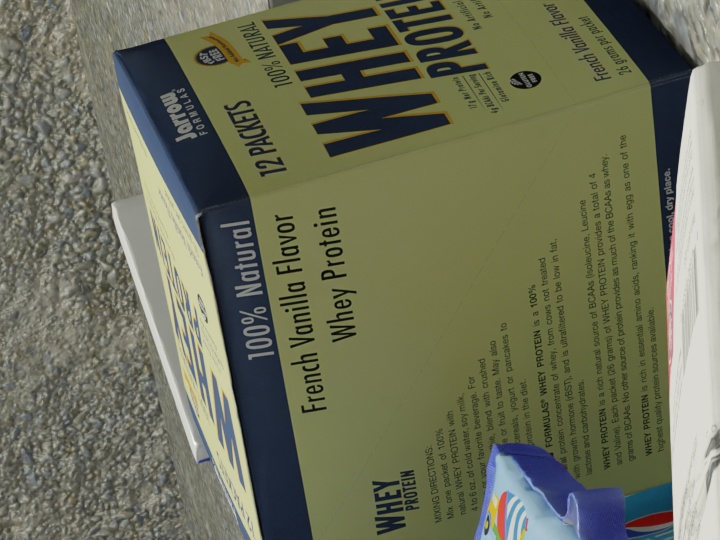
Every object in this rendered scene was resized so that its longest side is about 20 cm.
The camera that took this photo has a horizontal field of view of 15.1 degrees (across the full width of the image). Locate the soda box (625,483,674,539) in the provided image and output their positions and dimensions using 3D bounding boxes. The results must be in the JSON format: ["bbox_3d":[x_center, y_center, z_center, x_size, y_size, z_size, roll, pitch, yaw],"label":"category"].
[{"bbox_3d":[0.137,0.138,1.102,0.200,0.068,0.064,-159,51,-78],"label":"soda box"}]

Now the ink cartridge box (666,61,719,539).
[{"bbox_3d":[0.133,0.062,0.767,0.145,0.084,0.200,84,-174,-62],"label":"ink cartridge box"}]

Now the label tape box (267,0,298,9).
[{"bbox_3d":[-0.009,-0.089,1.459,0.200,0.063,0.145,-99,-2,-62],"label":"label tape box"}]

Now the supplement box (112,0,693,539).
[{"bbox_3d":[0.026,-0.003,1.109,0.134,0.199,0.200,-120,17,-53],"label":"supplement box"}]

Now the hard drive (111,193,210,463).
[{"bbox_3d":[0.000,0.000,1.254,0.025,0.200,0.132,92,159,-62],"label":"hard drive"}]

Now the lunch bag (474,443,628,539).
[{"bbox_3d":[0.092,0.168,1.010,0.151,0.094,0.200,-124,29,-58],"label":"lunch bag"}]
